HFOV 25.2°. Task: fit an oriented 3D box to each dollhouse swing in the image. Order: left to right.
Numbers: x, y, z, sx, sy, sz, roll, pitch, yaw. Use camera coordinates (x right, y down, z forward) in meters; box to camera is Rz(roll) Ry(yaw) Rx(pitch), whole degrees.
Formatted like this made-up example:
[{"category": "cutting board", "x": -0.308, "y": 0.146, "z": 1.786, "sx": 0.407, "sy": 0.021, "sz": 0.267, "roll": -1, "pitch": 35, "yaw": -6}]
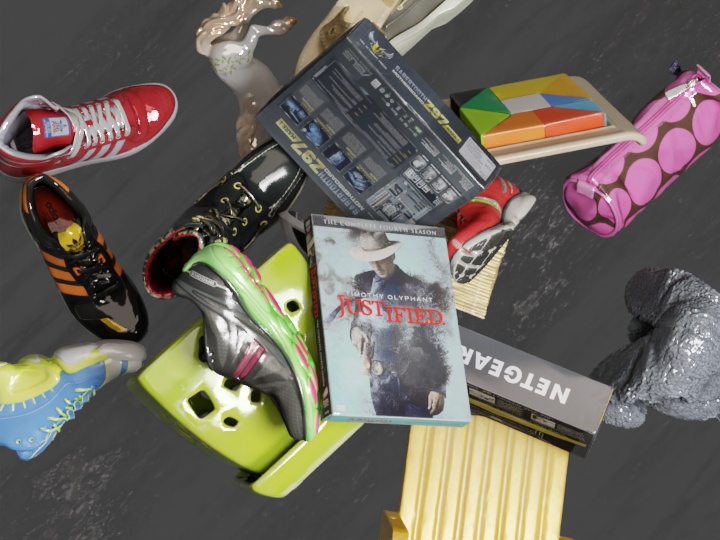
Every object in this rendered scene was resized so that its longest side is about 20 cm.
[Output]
[{"category": "dollhouse swing", "x": 0.129, "y": 0.240, "z": 1.595, "sx": 0.200, "sy": 0.182, "sz": 0.176, "roll": 10, "pitch": 90, "yaw": -4}]

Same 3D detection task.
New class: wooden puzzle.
[{"category": "wooden puzzle", "x": 0.173, "y": -0.162, "z": 1.664, "sx": 0.200, "sy": 0.185, "sz": 0.037, "roll": -7, "pitch": 116, "yaw": -10}]

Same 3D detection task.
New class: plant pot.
[{"category": "plant pot", "x": -0.095, "y": 0.110, "z": 1.574, "sx": 0.199, "sy": 0.200, "sz": 0.182, "roll": -43, "pitch": 94, "yaw": -12}]

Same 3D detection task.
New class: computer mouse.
[{"category": "computer mouse", "x": 0.000, "y": 0.000, "z": 1.628, "sx": 0.200, "sy": 0.110, "sz": 0.044, "roll": 27, "pitch": 98, "yaw": -5}]

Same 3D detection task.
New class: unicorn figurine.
[{"category": "unicorn figurine", "x": -0.100, "y": -0.193, "z": 1.680, "sx": 0.137, "sy": 0.074, "sz": 0.200, "roll": -42, "pitch": 105, "yaw": -4}]

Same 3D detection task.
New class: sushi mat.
[{"category": "sushi mat", "x": 0.052, "y": -0.026, "z": 1.703, "sx": 0.200, "sy": 0.012, "sz": 0.096, "roll": 21, "pitch": 79, "yaw": -2}]

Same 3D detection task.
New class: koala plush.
[{"category": "koala plush", "x": 0.368, "y": 0.106, "z": 1.646, "sx": 0.200, "sy": 0.184, "sz": 0.177, "roll": 28, "pitch": 78, "yaw": -13}]

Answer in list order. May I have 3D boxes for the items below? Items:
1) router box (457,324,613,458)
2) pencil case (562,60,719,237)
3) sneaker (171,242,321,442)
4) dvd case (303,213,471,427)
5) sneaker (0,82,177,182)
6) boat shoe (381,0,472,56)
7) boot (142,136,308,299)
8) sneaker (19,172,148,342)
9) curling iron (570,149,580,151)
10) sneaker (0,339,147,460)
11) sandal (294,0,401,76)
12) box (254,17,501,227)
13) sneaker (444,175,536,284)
[{"category": "router box", "x": 0.145, "y": 0.116, "z": 1.597, "sx": 0.200, "sy": 0.157, "sz": 0.052, "roll": 22, "pitch": 78, "yaw": 9}, {"category": "pencil case", "x": 0.303, "y": -0.128, "z": 1.709, "sx": 0.091, "sy": 0.094, "sz": 0.200, "roll": 40, "pitch": 77, "yaw": 21}, {"category": "sneaker", "x": -0.100, "y": 0.070, "z": 1.449, "sx": 0.084, "sy": 0.077, "sz": 0.200, "roll": -30, "pitch": 98, "yaw": 9}, {"category": "dvd case", "x": 0.024, "y": 0.047, "z": 1.498, "sx": 0.146, "sy": 0.022, "sz": 0.200, "roll": 6, "pitch": 63, "yaw": -25}, {"category": "sneaker", "x": -0.280, "y": -0.149, "z": 1.637, "sx": 0.200, "sy": 0.112, "sz": 0.071, "roll": -23, "pitch": 84, "yaw": -10}, {"category": "boat shoe", "x": 0.044, "y": -0.269, "z": 1.718, "sx": 0.202, "sy": 0.072, "sz": 0.060, "roll": -39, "pitch": 86, "yaw": -18}, {"category": "boot", "x": -0.131, "y": -0.050, "z": 1.592, "sx": 0.204, "sy": 0.154, "sz": 0.073, "roll": -43, "pitch": 94, "yaw": 7}, {"category": "sneaker", "x": -0.284, "y": -0.011, "z": 1.623, "sx": 0.070, "sy": 0.090, "sz": 0.200, "roll": -33, "pitch": 85, "yaw": -11}, {"category": "curling iron", "x": 0.150, "y": -0.147, "z": 1.707, "sx": 0.200, "sy": 0.050, "sz": 0.026, "roll": 4, "pitch": 104, "yaw": 11}, {"category": "sneaker", "x": -0.304, "y": 0.131, "z": 1.607, "sx": 0.200, "sy": 0.076, "sz": 0.105, "roll": -10, "pitch": 91, "yaw": 7}, {"category": "sandal", "x": -0.007, "y": -0.245, "z": 1.632, "sx": 0.078, "sy": 0.070, "sz": 0.212, "roll": 27, "pitch": 74, "yaw": 0}, {"category": "box", "x": 0.015, "y": -0.126, "z": 1.573, "sx": 0.200, "sy": 0.158, "sz": 0.051, "roll": 47, "pitch": 42, "yaw": -8}, {"category": "sneaker", "x": 0.112, "y": -0.051, "z": 1.642, "sx": 0.085, "sy": 0.200, "sz": 0.077, "roll": 39, "pitch": 116, "yaw": 3}]
